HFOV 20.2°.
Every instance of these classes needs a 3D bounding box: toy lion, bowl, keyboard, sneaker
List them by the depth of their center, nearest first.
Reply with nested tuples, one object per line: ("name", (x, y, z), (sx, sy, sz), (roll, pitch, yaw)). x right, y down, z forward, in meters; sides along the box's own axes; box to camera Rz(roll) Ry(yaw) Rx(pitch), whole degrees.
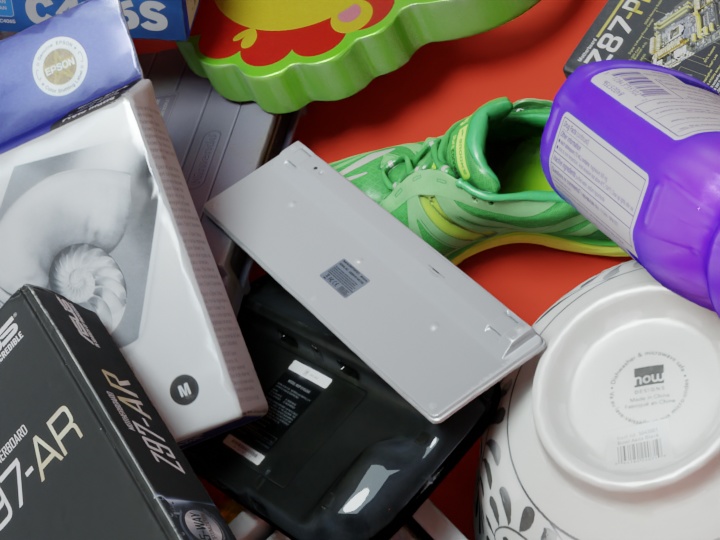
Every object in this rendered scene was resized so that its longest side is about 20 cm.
("bowl", (0.122, 0.064, 0.799), (0.200, 0.094, 0.202), (-13, 56, 20))
("keyboard", (0.000, 0.000, 0.851), (0.056, 0.011, 0.200), (-38, 40, -10))
("sneaker", (0.050, -0.044, 0.905), (0.199, 0.084, 0.074), (-8, 56, 21))
("toy lion", (0.008, -0.156, 0.988), (0.199, 0.069, 0.192), (9, 57, 30))

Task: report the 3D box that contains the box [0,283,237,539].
("box", (-0.147, 0.129, 0.781), (0.200, 0.043, 0.160), (-47, 50, 12))

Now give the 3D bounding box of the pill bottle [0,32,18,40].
("pill bottle", (-0.241, -0.144, 1.090), (0.199, 0.114, 0.115), (5, 64, 29))

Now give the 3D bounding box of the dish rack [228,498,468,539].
("dish rack", (-0.004, 0.182, 0.822), (0.172, 0.044, 0.200), (-44, 52, -3))

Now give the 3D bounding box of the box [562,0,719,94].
("box", (0.209, -0.131, 0.902), (0.161, 0.049, 0.201), (26, 76, 34))

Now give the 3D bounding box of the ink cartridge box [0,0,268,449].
("ink cartridge box", (-0.163, 0.004, 0.870), (0.199, 0.041, 0.201), (-23, 81, 13))

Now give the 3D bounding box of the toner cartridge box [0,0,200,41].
("toner cartridge box", (-0.173, -0.158, 0.969), (0.199, 0.043, 0.095), (3, 42, 6))

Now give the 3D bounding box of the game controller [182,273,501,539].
("game controller", (-0.022, 0.057, 0.872), (0.105, 0.042, 0.200), (-55, 32, -7))

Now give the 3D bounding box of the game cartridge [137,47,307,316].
("game cartridge", (-0.100, -0.038, 0.976), (0.129, 0.038, 0.201), (-10, 40, 23))

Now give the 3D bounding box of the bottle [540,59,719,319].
("bottle", (0.136, -0.021, 0.749), (0.200, 0.083, 0.066), (-130, 54, -61))
